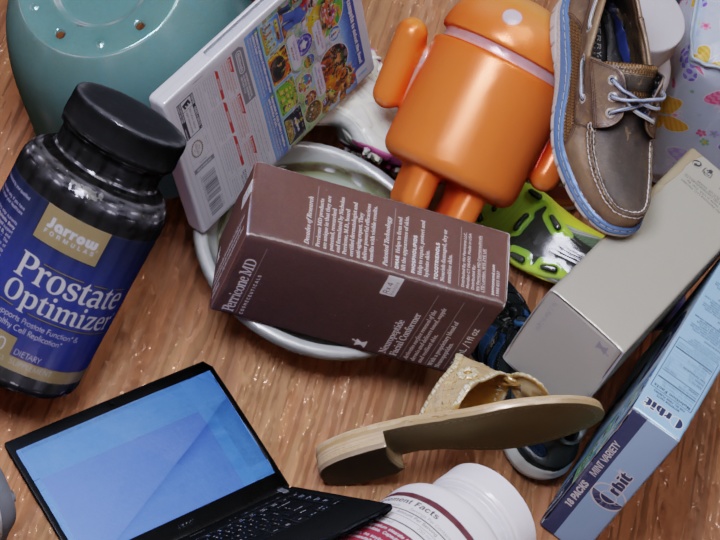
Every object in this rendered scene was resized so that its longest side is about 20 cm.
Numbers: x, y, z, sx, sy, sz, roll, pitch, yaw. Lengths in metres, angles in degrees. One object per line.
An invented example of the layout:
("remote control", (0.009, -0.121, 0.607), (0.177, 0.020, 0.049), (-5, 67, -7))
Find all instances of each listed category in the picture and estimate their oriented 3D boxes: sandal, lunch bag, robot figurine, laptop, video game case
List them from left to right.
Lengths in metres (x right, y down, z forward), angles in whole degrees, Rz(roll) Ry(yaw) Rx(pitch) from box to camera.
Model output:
("laptop", (-0.112, 0.142, 1.408), (0.177, 0.199, 0.104), (-22, 103, -32))
("video game case", (-0.068, -0.139, 1.519), (0.018, 0.144, 0.200), (31, 63, 30))
("sandal", (0.066, 0.094, 1.494), (0.210, 0.078, 0.070), (-14, 62, 5))
("robot figurine", (0.092, -0.128, 1.583), (0.143, 0.201, 0.117), (27, 1, 28))
("lunch bag", (0.306, -0.187, 1.786), (0.126, 0.170, 0.201), (21, 53, -3))

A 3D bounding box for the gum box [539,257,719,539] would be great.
("gum box", (0.224, 0.094, 1.543), (0.044, 0.170, 0.200), (35, 49, 5))

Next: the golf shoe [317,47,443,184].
("golf shoe", (0.004, -0.137, 1.647), (0.199, 0.075, 0.092), (29, 84, -26))

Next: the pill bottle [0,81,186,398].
("pill bottle", (-0.202, -0.022, 1.416), (0.111, 0.201, 0.112), (28, 15, -8))

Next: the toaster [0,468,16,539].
("toaster", (-0.319, 0.124, 1.330), (0.129, 0.114, 0.201), (-20, 67, -30))

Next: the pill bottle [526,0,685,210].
("pill bottle", (0.185, -0.148, 1.685), (0.111, 0.200, 0.113), (11, 52, -15))

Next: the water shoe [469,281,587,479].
("water shoe", (0.126, 0.061, 1.586), (0.071, 0.079, 0.201), (-8, 59, -28))

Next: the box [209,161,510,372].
("box", (0.000, 0.000, 1.499), (0.199, 0.100, 0.075), (16, 51, -11))

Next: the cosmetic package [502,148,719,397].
("cosmetic package", (0.203, 0.008, 1.536), (0.073, 0.104, 0.200), (42, 52, 9))

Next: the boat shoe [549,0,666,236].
("boat shoe", (0.181, -0.126, 1.494), (0.072, 0.072, 0.201), (3, 67, -28))

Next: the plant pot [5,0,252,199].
("plant pot", (-0.173, -0.176, 1.530), (0.199, 0.161, 0.202), (-4, 67, 8))

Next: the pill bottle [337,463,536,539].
("pill bottle", (0.028, 0.218, 1.407), (0.113, 0.113, 0.200), (46, 51, 14))

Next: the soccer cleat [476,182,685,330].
("soccer cleat", (0.174, -0.010, 1.679), (0.199, 0.084, 0.065), (31, 87, 19))

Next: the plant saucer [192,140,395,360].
("plant saucer", (-0.037, -0.007, 1.586), (0.199, 0.050, 0.201), (11, 52, -14))
